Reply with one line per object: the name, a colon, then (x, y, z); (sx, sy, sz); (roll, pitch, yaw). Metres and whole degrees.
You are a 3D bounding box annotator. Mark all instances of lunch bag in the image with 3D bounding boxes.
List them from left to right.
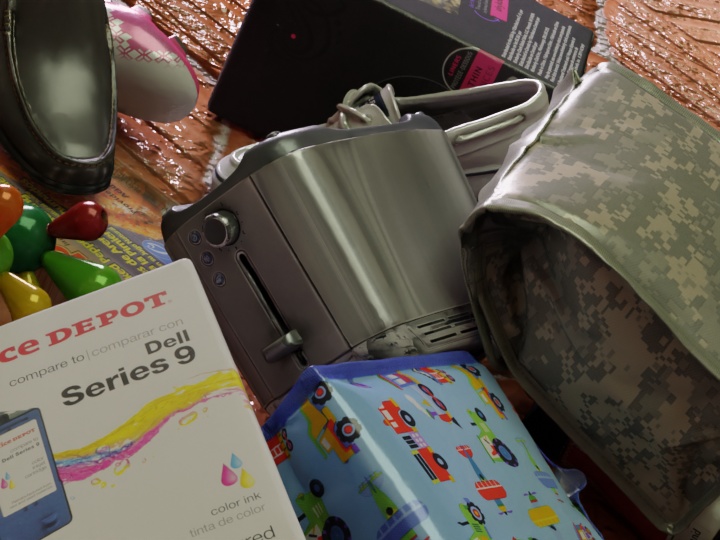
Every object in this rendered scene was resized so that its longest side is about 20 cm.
lunch bag: (0.050, 0.114, 1.040); (0.200, 0.094, 0.151); (-12, 61, -54)
lunch bag: (0.146, 0.003, 1.136); (0.200, 0.118, 0.164); (45, 42, -3)

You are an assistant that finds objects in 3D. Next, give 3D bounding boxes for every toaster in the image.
toaster: (0.000, 0.000, 1.146); (0.200, 0.113, 0.130); (-12, 72, -57)

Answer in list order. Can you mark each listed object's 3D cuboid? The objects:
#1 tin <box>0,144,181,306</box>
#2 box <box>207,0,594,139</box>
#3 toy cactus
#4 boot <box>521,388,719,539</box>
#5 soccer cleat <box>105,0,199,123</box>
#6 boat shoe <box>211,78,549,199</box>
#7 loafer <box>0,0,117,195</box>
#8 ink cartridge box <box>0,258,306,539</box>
tin: (-0.165, -0.032, 1.164); (0.200, 0.042, 0.112); (36, 28, 15)
box: (0.026, -0.122, 1.363); (0.199, 0.123, 0.106); (26, 31, -1)
toy cactus: (-0.208, -0.034, 1.054); (0.199, 0.103, 0.165); (4, 37, -4)
boot: (0.172, 0.070, 1.241); (0.144, 0.073, 0.200); (35, 35, 17)
soccer cleat: (-0.189, -0.133, 1.284); (0.200, 0.070, 0.086); (34, 50, 12)
boat shoe: (0.011, -0.076, 1.274); (0.199, 0.066, 0.074); (-9, 32, -7)
loafer: (-0.166, -0.129, 1.185); (0.072, 0.072, 0.201); (0, 51, -29)
ink cartridge box: (-0.101, 0.106, 0.899); (0.145, 0.088, 0.200); (-19, 42, -6)
